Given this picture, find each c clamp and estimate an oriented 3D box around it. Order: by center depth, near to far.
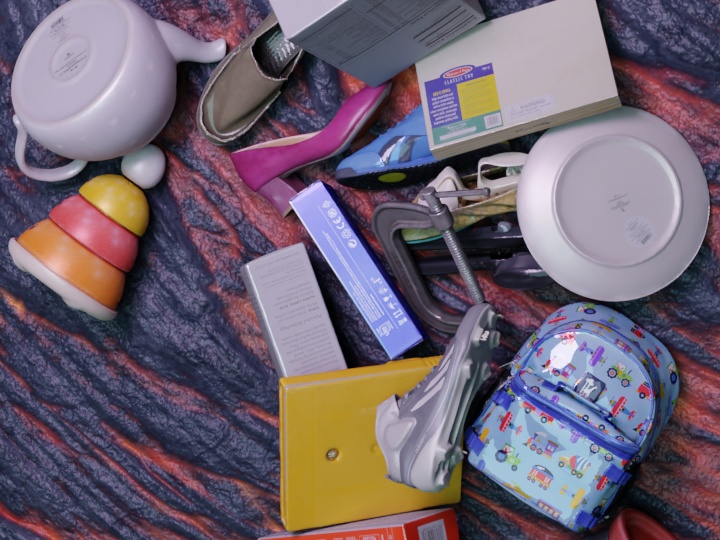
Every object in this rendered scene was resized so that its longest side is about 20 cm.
[{"bbox_3d":[0.087,-0.006,1.646,0.170,0.027,0.201,8,134,39],"label":"c clamp"}]

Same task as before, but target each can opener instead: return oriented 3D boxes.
[{"bbox_3d":[0.128,-0.021,1.681,0.199,0.079,0.064,5,106,27],"label":"can opener"}]

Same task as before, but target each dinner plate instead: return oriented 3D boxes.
[{"bbox_3d":[0.258,-0.069,1.611,0.199,0.024,0.202,0,87,-4],"label":"dinner plate"}]

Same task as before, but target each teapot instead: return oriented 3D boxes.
[{"bbox_3d":[-0.277,-0.194,1.751,0.199,0.146,0.198,7,70,33],"label":"teapot"}]

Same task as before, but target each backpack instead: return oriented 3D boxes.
[{"bbox_3d":[0.224,0.142,1.632,0.182,0.134,0.201,36,103,10],"label":"backpack"}]

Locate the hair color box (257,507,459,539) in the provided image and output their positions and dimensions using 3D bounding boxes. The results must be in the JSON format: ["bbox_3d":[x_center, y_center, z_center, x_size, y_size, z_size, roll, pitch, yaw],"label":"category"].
[{"bbox_3d":[-0.002,0.299,1.709,0.199,0.101,0.062,-12,86,37],"label":"hair color box"}]

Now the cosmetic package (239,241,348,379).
[{"bbox_3d":[-0.064,0.076,1.725,0.074,0.102,0.201,-21,92,-7],"label":"cosmetic package"}]

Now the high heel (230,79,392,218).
[{"bbox_3d":[-0.055,-0.155,1.719,0.096,0.067,0.200,45,107,5],"label":"high heel"}]

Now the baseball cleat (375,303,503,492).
[{"bbox_3d":[0.072,0.121,1.618,0.106,0.070,0.201,12,75,31],"label":"baseball cleat"}]

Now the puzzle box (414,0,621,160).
[{"bbox_3d":[0.156,-0.200,1.625,0.199,0.025,0.134,-15,62,14],"label":"puzzle box"}]

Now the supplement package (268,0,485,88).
[{"bbox_3d":[-0.007,-0.317,1.590,0.147,0.200,0.192,-30,70,19],"label":"supplement package"}]

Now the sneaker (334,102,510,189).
[{"bbox_3d":[0.064,-0.140,1.690,0.199,0.066,0.079,-15,74,21],"label":"sneaker"}]

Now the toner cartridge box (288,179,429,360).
[{"bbox_3d":[0.000,0.000,1.702,0.043,0.095,0.201,-33,85,4],"label":"toner cartridge box"}]

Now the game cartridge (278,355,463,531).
[{"bbox_3d":[0.013,0.181,1.682,0.199,0.032,0.177,-7,116,-17],"label":"game cartridge"}]

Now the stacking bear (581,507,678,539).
[{"bbox_3d":[0.240,0.350,1.668,0.114,0.121,0.200,47,115,5],"label":"stacking bear"}]

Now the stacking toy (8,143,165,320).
[{"bbox_3d":[-0.286,-0.057,1.795,0.146,0.146,0.200,35,87,11],"label":"stacking toy"}]

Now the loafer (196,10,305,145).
[{"bbox_3d":[-0.113,-0.219,1.721,0.075,0.070,0.200,36,106,-4],"label":"loafer"}]

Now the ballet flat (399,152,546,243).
[{"bbox_3d":[0.120,-0.084,1.667,0.199,0.071,0.071,-14,92,16],"label":"ballet flat"}]
